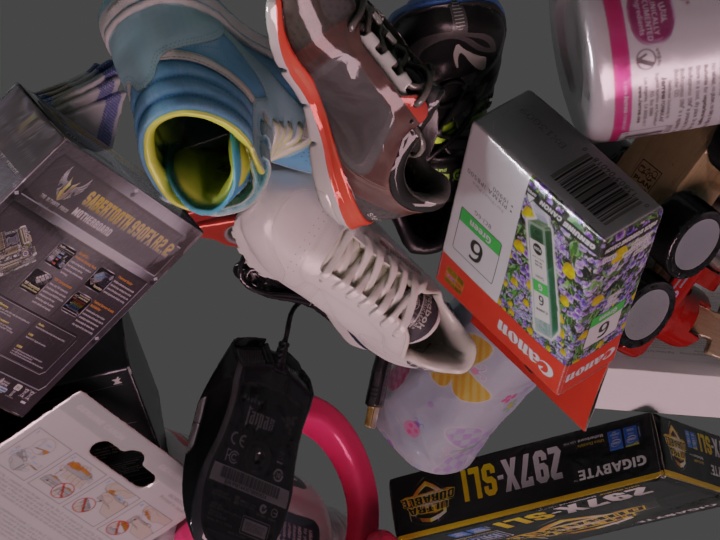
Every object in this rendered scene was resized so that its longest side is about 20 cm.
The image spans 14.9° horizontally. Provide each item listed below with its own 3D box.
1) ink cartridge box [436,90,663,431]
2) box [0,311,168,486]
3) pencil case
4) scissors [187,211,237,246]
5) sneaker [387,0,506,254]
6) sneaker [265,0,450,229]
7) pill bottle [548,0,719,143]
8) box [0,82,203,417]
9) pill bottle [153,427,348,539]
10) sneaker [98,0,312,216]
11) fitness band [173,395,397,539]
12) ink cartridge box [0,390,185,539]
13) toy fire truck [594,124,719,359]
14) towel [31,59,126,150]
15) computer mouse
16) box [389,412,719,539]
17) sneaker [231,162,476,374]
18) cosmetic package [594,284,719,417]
[{"bbox_3d":[0.099,0.007,1.574,0.050,0.109,0.201,-29,150,-31],"label":"ink cartridge box"},{"bbox_3d":[-0.231,0.090,1.731,0.199,0.079,0.141,-13,147,0],"label":"box"},{"bbox_3d":[0.088,0.046,1.762,0.091,0.083,0.200,-30,164,-49],"label":"pencil case"},{"bbox_3d":[-0.121,-0.022,1.670,0.199,0.014,0.073,-17,145,3],"label":"scissors"},{"bbox_3d":[0.049,-0.085,1.581,0.070,0.083,0.200,-4,142,-10],"label":"sneaker"},{"bbox_3d":[0.006,-0.114,1.498,0.081,0.077,0.201,-1,129,22],"label":"sneaker"},{"bbox_3d":[0.212,-0.141,1.531,0.199,0.114,0.114,-10,143,-6],"label":"pill bottle"},{"bbox_3d":[-0.192,-0.007,1.546,0.158,0.048,0.200,-46,156,4],"label":"box"},{"bbox_3d":[-0.088,0.186,1.864,0.199,0.120,0.119,23,131,-38],"label":"pill bottle"},{"bbox_3d":[-0.063,-0.069,1.529,0.079,0.131,0.200,-35,139,26],"label":"sneaker"},{"bbox_3d":[-0.048,0.172,1.799,0.037,0.200,0.144,-25,116,42],"label":"fitness band"},{"bbox_3d":[-0.213,0.142,1.713,0.199,0.047,0.160,-32,140,14],"label":"ink cartridge box"},{"bbox_3d":[0.223,-0.014,1.660,0.176,0.129,0.200,-55,142,7],"label":"toy fire truck"},{"bbox_3d":[-0.221,-0.035,1.541,0.199,0.024,0.147,-27,151,-34],"label":"towel"},{"bbox_3d":[-0.049,0.093,1.729,0.140,0.201,0.046,19,166,-39],"label":"computer mouse"},{"bbox_3d":[0.141,0.150,1.880,0.199,0.050,0.159,-16,162,23],"label":"box"},{"bbox_3d":[0.000,0.000,1.658,0.077,0.080,0.200,-55,138,-3],"label":"sneaker"},{"bbox_3d":[0.226,0.052,1.816,0.199,0.083,0.051,6,139,-23],"label":"cosmetic package"}]
